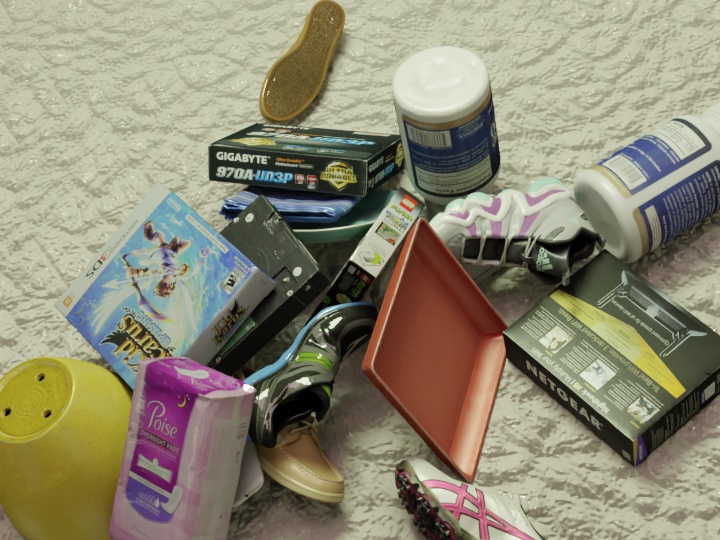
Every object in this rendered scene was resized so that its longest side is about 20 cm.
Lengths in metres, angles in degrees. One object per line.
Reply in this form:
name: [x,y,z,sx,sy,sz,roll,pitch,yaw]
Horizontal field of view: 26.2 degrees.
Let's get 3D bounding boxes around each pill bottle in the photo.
pill bottle: [0.102,-0.147,1.764,0.110,0.201,0.112,-6,49,7]
pill bottle: [0.348,-0.102,1.731,0.199,0.116,0.116,-29,51,-13]

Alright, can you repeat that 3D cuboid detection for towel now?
towel: [-0.069,-0.091,1.803,0.143,0.024,0.200,3,17,14]

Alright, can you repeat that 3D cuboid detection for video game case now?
video game case: [-0.213,0.026,1.655,0.182,0.045,0.200,-50,51,-1]

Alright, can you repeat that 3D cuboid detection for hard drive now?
hard drive: [-0.140,0.032,1.660,0.200,0.038,0.140,-43,51,3]

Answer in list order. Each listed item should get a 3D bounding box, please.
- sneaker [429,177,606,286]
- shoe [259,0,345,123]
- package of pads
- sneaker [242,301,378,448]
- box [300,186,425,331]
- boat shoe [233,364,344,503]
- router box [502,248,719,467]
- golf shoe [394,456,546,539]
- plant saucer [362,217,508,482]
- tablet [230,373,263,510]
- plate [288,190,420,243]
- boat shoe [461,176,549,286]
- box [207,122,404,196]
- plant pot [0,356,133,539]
sneaker: [0.173,-0.024,1.660,0.199,0.078,0.140,-20,47,-20]
shoe: [-0.076,-0.262,2.005,0.070,0.053,0.201,31,62,-5]
package of pads: [-0.178,0.195,1.535,0.120,0.202,0.075,20,13,37]
sneaker: [-0.048,0.110,1.585,0.082,0.071,0.199,32,61,32]
box: [0.000,0.000,1.672,0.035,0.200,0.110,35,61,0]
boat shoe: [-0.082,0.169,1.613,0.200,0.071,0.065,37,104,35]
router box: [0.273,0.088,1.630,0.157,0.052,0.200,-36,53,-17]
golf shoe: [0.118,0.248,1.523,0.092,0.073,0.200,-37,63,-26]
plant saucer: [0.075,0.084,1.598,0.036,0.200,0.201,-11,44,34]
tablet: [-0.171,0.181,1.634,0.130,0.014,0.201,-40,47,20]
plate: [-0.027,-0.060,1.784,0.198,0.026,0.200,-6,15,2]
boat shoe: [0.152,-0.052,1.761,0.199,0.070,0.071,-37,53,-18]
box: [-0.062,-0.134,1.839,0.198,0.046,0.159,7,17,17]
plant pot: [-0.312,0.170,1.611,0.198,0.142,0.201,-11,50,14]
